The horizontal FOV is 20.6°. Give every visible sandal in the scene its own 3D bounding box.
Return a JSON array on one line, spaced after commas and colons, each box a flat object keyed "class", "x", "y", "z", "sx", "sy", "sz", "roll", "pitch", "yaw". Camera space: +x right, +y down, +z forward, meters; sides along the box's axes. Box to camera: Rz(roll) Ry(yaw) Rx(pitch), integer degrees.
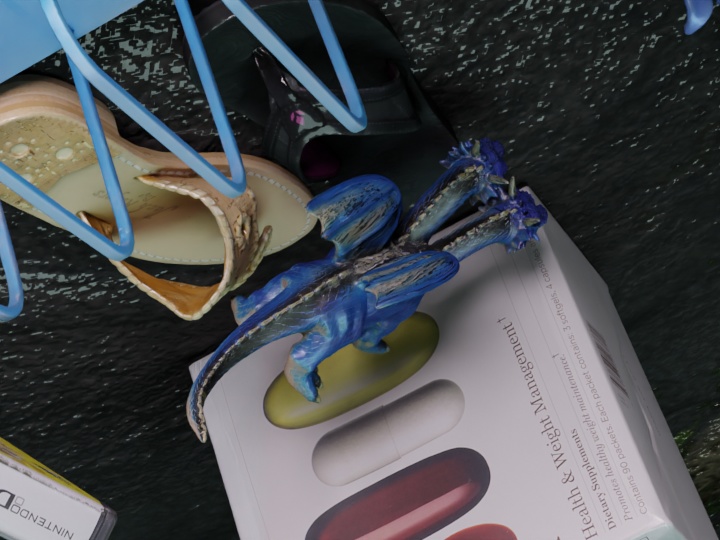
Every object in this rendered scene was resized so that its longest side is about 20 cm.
[{"class": "sandal", "x": -0.084, "y": -0.012, "z": 0.830, "sx": 0.077, "sy": 0.070, "sz": 0.211, "roll": -33, "pitch": 150, "yaw": 22}, {"class": "sandal", "x": -0.003, "y": -0.061, "z": 0.821, "sx": 0.075, "sy": 0.048, "sz": 0.200, "roll": -29, "pitch": 152, "yaw": 16}]

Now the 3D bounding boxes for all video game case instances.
[{"class": "video game case", "x": -0.197, "y": 0.034, "z": 0.682, "sx": 0.180, "sy": 0.199, "sz": 0.026, "roll": 33, "pitch": 82, "yaw": -32}]

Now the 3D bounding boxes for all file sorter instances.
[{"class": "file sorter", "x": -0.118, "y": -0.070, "z": 0.651, "sx": 0.199, "sy": 0.124, "sz": 0.139, "roll": -27, "pitch": 151, "yaw": 13}]

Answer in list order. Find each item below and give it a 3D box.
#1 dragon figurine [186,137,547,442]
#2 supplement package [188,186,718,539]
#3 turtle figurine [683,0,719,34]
[{"class": "dragon figurine", "x": 0.000, "y": 0.000, "z": 0.820, "sx": 0.199, "sy": 0.059, "sz": 0.100, "roll": -22, "pitch": 159, "yaw": -50}, {"class": "supplement package", "x": 0.051, "y": 0.105, "z": 0.994, "sx": 0.199, "sy": 0.193, "sz": 0.147, "roll": -28, "pitch": 150, "yaw": 12}, {"class": "turtle figurine", "x": 0.236, "y": -0.088, "z": 0.827, "sx": 0.198, "sy": 0.145, "sz": 0.194, "roll": -13, "pitch": 161, "yaw": 11}]
